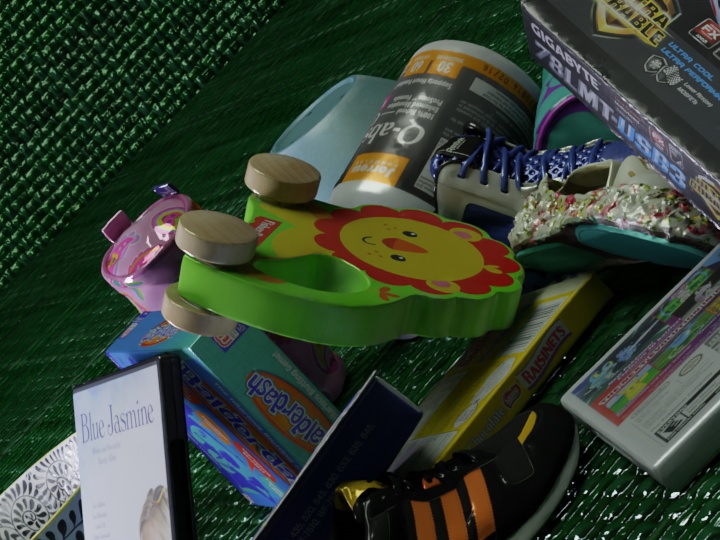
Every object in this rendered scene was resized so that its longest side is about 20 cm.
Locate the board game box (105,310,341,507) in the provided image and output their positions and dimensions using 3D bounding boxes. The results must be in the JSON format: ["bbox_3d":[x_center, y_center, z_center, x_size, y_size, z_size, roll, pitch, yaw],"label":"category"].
[{"bbox_3d":[-0.076,0.090,1.609,0.045,0.152,0.200,-47,12,-17],"label":"board game box"}]

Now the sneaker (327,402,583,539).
[{"bbox_3d":[0.034,0.127,1.287,0.200,0.090,0.070,-48,14,-22],"label":"sneaker"}]

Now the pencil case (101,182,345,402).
[{"bbox_3d":[-0.097,0.032,1.755,0.087,0.200,0.088,-31,32,22],"label":"pencil case"}]

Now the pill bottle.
[{"bbox_3d":[0.047,-0.058,1.776,0.116,0.116,0.200,-22,33,58],"label":"pill bottle"}]

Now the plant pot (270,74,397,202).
[{"bbox_3d":[0.007,-0.072,1.929,0.200,0.135,0.200,-41,12,11],"label":"plant pot"}]

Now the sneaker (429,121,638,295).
[{"bbox_3d":[0.108,-0.050,1.589,0.199,0.115,0.081,-33,17,39],"label":"sneaker"}]

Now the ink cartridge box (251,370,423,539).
[{"bbox_3d":[-0.037,0.150,1.355,0.198,0.047,0.200,-54,0,-6],"label":"ink cartridge box"}]

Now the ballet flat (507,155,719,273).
[{"bbox_3d":[0.149,-0.036,1.455,0.200,0.075,0.064,-2,70,62],"label":"ballet flat"}]

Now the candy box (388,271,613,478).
[{"bbox_3d":[0.065,0.083,1.485,0.200,0.026,0.102,-49,11,-26],"label":"candy box"}]

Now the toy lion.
[{"bbox_3d":[0.000,0.000,1.502,0.200,0.191,0.069,-46,-28,-65],"label":"toy lion"}]

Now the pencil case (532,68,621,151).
[{"bbox_3d":[0.164,-0.116,1.705,0.200,0.085,0.093,-75,7,-66],"label":"pencil case"}]

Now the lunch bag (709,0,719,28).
[{"bbox_3d":[0.276,-0.150,1.236,0.199,0.076,0.161,-17,53,1],"label":"lunch bag"}]

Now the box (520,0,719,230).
[{"bbox_3d":[0.221,-0.126,1.307,0.198,0.050,0.200,-33,52,-12],"label":"box"}]

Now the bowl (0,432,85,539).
[{"bbox_3d":[-0.220,0.210,1.786,0.201,0.094,0.201,-40,13,11],"label":"bowl"}]

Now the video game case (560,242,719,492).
[{"bbox_3d":[0.202,0.022,1.280,0.200,0.023,0.182,-44,13,-2],"label":"video game case"}]

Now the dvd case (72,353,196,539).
[{"bbox_3d":[-0.140,0.161,1.561,0.018,0.201,0.143,-1,-10,-29],"label":"dvd case"}]
